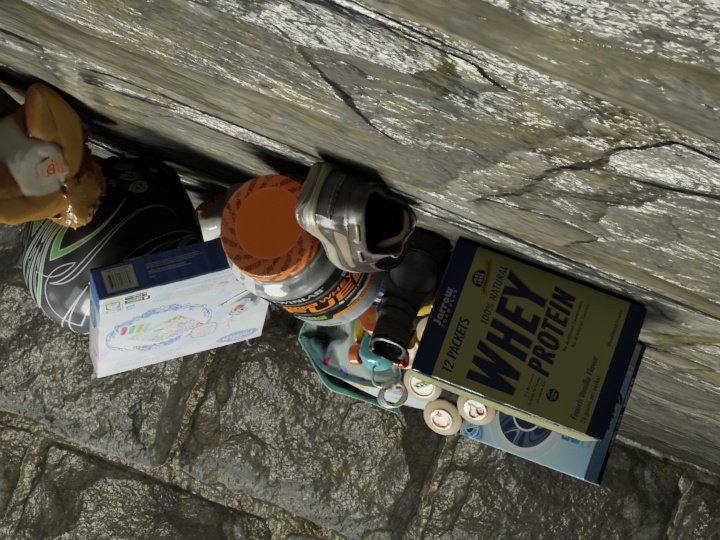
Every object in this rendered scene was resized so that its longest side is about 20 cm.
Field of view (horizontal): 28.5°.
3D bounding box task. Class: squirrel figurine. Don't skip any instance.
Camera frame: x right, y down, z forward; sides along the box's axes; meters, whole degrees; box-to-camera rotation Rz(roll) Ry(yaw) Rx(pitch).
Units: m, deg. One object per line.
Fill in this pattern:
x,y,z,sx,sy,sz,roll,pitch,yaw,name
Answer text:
-0.366,-0.125,1.480,0.186,0.143,0.200,24,176,37,squirrel figurine

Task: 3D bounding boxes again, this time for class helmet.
-0.291,-0.025,1.618,0.190,0.202,0.199,-25,-163,-25,helmet

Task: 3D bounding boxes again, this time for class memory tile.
0.134,0.111,1.664,0.199,0.017,0.154,-20,105,33,memory tile

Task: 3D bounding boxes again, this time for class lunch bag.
0.035,0.116,1.850,0.199,0.123,0.170,5,167,43,lunch bag

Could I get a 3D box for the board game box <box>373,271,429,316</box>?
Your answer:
0.000,0.000,1.731,0.164,0.057,0.200,22,174,-26,board game box

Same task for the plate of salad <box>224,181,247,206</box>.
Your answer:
-0.076,-0.019,1.573,0.199,0.048,0.201,32,156,16,plate of salad

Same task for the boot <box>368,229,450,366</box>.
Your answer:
0.043,0.033,1.481,0.069,0.133,0.200,19,174,10,boot

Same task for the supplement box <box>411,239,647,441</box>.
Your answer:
0.164,0.076,1.435,0.198,0.135,0.200,20,175,6,supplement box

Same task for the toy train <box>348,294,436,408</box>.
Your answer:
0.078,0.056,1.574,0.150,0.199,0.056,46,166,44,toy train

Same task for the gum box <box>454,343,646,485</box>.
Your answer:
0.220,0.142,1.689,0.199,0.171,0.044,16,175,41,gum box

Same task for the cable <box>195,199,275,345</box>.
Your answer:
-0.177,-0.010,1.832,0.201,0.050,0.164,54,149,29,cable

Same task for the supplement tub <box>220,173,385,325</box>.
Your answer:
-0.056,-0.021,1.378,0.122,0.124,0.200,18,174,20,supplement tub

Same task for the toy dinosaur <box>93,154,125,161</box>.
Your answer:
-0.267,-0.108,1.754,0.088,0.048,0.199,21,180,45,toy dinosaur

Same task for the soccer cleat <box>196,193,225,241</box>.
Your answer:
-0.195,-0.043,1.760,0.199,0.069,0.078,-15,103,59,soccer cleat

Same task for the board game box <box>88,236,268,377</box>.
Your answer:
-0.196,0.036,1.548,0.198,0.044,0.199,-14,155,-18,board game box

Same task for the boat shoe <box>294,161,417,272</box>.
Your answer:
0.009,-0.034,1.261,0.073,0.075,0.200,18,175,24,boat shoe
